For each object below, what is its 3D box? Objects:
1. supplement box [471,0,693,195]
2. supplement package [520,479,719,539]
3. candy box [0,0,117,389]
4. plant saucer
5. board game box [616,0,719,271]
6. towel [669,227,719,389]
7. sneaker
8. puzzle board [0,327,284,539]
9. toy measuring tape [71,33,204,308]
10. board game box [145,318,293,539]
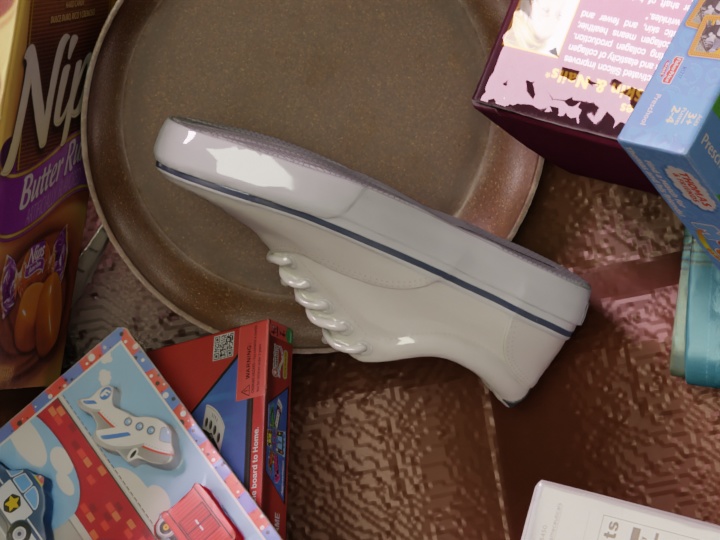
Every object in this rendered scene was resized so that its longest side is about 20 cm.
[{"bbox_3d":[0.143,-0.133,1.107,0.110,0.086,0.200,17,83,39],"label":"supplement box"},{"bbox_3d":[0.110,0.173,1.034,0.111,0.200,0.156,14,85,12],"label":"supplement package"},{"bbox_3d":[-0.149,-0.053,1.093,0.056,0.117,0.201,8,91,13],"label":"candy box"},{"bbox_3d":[-0.020,-0.065,1.139,0.200,0.032,0.201,-3,106,-10],"label":"plant saucer"},{"bbox_3d":[0.188,-0.091,1.058,0.037,0.151,0.200,15,70,40],"label":"board game box"},{"bbox_3d":[0.235,-0.014,1.130,0.200,0.022,0.147,6,84,10],"label":"towel"},{"bbox_3d":[0.000,0.000,1.107,0.200,0.073,0.071,24,95,-17],"label":"sneaker"},{"bbox_3d":[-0.102,0.138,1.079,0.151,0.017,0.200,-40,60,2],"label":"puzzle board"},{"bbox_3d":[-0.117,-0.056,1.176,0.074,0.074,0.200,36,90,13],"label":"toy measuring tape"},{"bbox_3d":[-0.075,0.125,1.110,0.103,0.019,0.200,-16,62,37],"label":"board game box"}]
